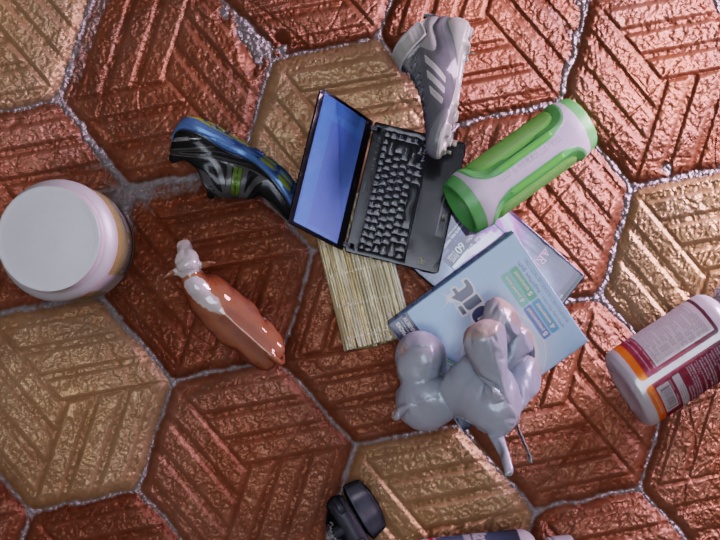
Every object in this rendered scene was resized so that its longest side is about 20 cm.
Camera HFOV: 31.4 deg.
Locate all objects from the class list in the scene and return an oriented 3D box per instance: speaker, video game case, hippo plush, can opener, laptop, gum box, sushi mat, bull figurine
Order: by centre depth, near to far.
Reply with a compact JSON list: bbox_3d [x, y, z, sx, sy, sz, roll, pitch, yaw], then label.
[{"bbox_3d":[0.126,0.141,1.574,0.159,0.159,0.203,-8,90,27],"label":"hippo plush"},{"bbox_3d":[-0.170,0.049,1.611,0.065,0.121,0.200,-42,90,-2],"label":"bull figurine"},{"bbox_3d":[0.025,-0.111,1.617,0.197,0.103,0.180,14,81,2],"label":"laptop"},{"bbox_3d":[0.204,-0.135,1.632,0.199,0.088,0.089,-35,90,-10],"label":"speaker"},{"bbox_3d":[0.014,0.372,1.638,0.078,0.063,0.202,-25,89,-2],"label":"can opener"},{"bbox_3d":[0.162,0.077,1.639,0.199,0.045,0.171,-35,93,4],"label":"gum box"},{"bbox_3d":[0.000,0.000,1.671,0.094,0.012,0.203,-14,89,-3],"label":"sushi mat"},{"bbox_3d":[0.174,-0.003,1.673,0.199,0.019,0.143,40,88,0],"label":"video game case"}]

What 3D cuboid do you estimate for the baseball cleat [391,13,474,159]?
[{"bbox_3d":[0.085,-0.237,1.643,0.105,0.070,0.203,11,65,6],"label":"baseball cleat"}]

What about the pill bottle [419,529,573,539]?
[{"bbox_3d":[0.174,0.390,1.614,0.197,0.120,0.122,-5,89,-2],"label":"pill bottle"}]

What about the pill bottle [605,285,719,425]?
[{"bbox_3d":[0.420,0.101,1.631,0.199,0.110,0.110,-32,90,-2],"label":"pill bottle"}]

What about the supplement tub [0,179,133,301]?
[{"bbox_3d":[-0.361,-0.035,1.568,0.142,0.200,0.147,0,89,-2],"label":"supplement tub"}]

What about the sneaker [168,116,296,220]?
[{"bbox_3d":[-0.158,-0.120,1.648,0.198,0.071,0.083,32,102,0],"label":"sneaker"}]
